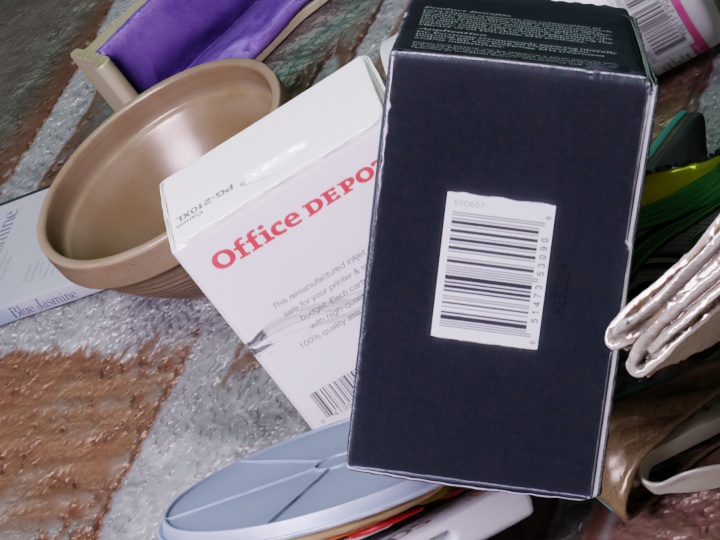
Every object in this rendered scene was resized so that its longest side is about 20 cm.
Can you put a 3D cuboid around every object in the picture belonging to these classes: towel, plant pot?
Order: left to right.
[{"bbox_3d":[-0.117,-0.046,1.520,0.200,0.093,0.201,-24,34,18],"label":"plant pot"},{"bbox_3d":[0.193,-0.017,0.989,0.133,0.035,0.200,-47,-16,28],"label":"towel"}]

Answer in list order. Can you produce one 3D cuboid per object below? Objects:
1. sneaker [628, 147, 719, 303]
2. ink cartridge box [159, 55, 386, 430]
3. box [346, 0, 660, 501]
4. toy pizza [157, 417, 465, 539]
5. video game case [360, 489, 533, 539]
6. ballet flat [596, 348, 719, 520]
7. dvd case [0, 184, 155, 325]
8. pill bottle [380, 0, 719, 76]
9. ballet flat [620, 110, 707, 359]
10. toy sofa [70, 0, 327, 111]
[{"bbox_3d":[0.207,-0.023,1.139,0.200,0.078,0.085,-18,81,40],"label":"sneaker"},{"bbox_3d":[0.000,0.000,1.249,0.145,0.200,0.084,-32,33,8],"label":"ink cartridge box"},{"bbox_3d":[0.068,-0.021,1.062,0.124,0.201,0.197,7,15,4],"label":"box"},{"bbox_3d":[-0.007,0.112,1.135,0.200,0.032,0.200,-17,8,3],"label":"toy pizza"},{"bbox_3d":[-0.032,0.150,1.146,0.182,0.023,0.200,-25,8,-24],"label":"video game case"},{"bbox_3d":[0.199,0.064,1.115,0.200,0.068,0.072,-31,52,7],"label":"ballet flat"},{"bbox_3d":[-0.223,-0.024,1.662,0.200,0.018,0.143,-18,38,27],"label":"dvd case"},{"bbox_3d":[0.121,-0.152,1.407,0.200,0.113,0.113,-27,34,14],"label":"pill bottle"},{"bbox_3d":[0.157,-0.005,1.240,0.073,0.073,0.200,10,51,49],"label":"ballet flat"},{"bbox_3d":[-0.121,-0.199,1.725,0.200,0.083,0.098,-46,32,-14],"label":"toy sofa"}]
